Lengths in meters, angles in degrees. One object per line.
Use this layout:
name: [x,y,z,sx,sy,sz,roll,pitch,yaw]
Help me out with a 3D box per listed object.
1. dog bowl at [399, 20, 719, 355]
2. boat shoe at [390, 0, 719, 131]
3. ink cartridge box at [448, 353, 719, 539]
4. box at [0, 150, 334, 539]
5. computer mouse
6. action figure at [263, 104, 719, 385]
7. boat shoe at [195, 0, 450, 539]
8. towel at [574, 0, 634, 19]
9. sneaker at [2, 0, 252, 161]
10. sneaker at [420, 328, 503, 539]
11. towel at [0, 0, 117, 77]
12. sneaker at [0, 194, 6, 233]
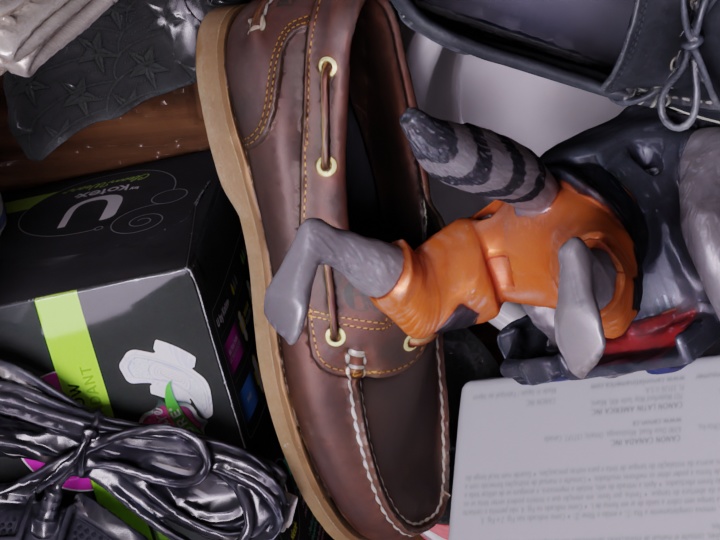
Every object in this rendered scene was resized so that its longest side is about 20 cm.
dog bowl: [0.101,-0.055,0.976,0.198,0.059,0.201,2,112,6]
boat shoe: [0.094,-0.082,0.842,0.199,0.062,0.075,14,113,-3]
ink cartridge box: [0.098,0.131,0.911,0.159,0.047,0.202,-8,72,43]
box: [-0.096,0.077,1.021,0.147,0.124,0.201,-12,112,11]
computer mouse: [-0.110,0.134,0.955,0.138,0.053,0.201,18,102,2]
action figure: [0.094,-0.016,0.851,0.199,0.193,0.105,-11,94,37]
boat shoe: [0.000,0.000,0.932,0.070,0.070,0.201,-8,105,30]
towel: [0.142,-0.168,0.899,0.190,0.032,0.201,16,84,-1]
sneaker: [-0.050,-0.114,0.973,0.199,0.060,0.105,-17,110,17]
sneaker: [0.041,0.088,1.034,0.200,0.087,0.074,43,71,-1]
towel: [-0.153,-0.142,0.906,0.199,0.133,0.035,32,141,18]
sneaker: [-0.167,-0.051,0.937,0.080,0.200,0.116,-4,114,-5]
